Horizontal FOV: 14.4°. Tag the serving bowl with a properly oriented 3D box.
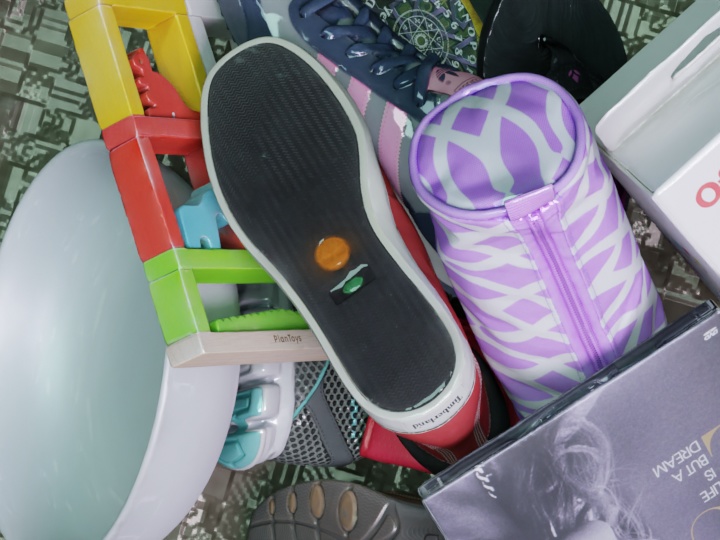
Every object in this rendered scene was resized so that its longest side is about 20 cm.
[{"bbox_3d":[-0.109,0.043,1.326,0.066,0.200,0.201,9,85,-32],"label":"serving bowl"}]

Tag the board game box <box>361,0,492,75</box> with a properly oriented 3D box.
[{"bbox_3d":[0.017,-0.133,1.358,0.135,0.028,0.201,-18,82,-22],"label":"board game box"}]

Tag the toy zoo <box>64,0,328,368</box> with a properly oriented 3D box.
[{"bbox_3d":[-0.067,-0.056,1.267,0.020,0.131,0.201,-24,78,31],"label":"toy zoo"}]

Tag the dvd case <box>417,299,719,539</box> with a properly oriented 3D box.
[{"bbox_3d":[0.132,0.129,1.233,0.148,0.016,0.200,-33,119,-2],"label":"dvd case"}]

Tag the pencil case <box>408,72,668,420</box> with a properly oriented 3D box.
[{"bbox_3d":[0.083,0.007,1.216,0.084,0.200,0.086,-22,45,7],"label":"pencil case"}]

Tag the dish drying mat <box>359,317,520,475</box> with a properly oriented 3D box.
[{"bbox_3d":[0.103,0.072,1.301,0.199,0.018,0.077,13,73,16],"label":"dish drying mat"}]

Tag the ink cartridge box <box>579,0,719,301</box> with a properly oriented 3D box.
[{"bbox_3d":[0.198,-0.043,1.263,0.128,0.125,0.200,-42,113,2],"label":"ink cartridge box"}]

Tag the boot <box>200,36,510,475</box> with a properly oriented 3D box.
[{"bbox_3d":[0.000,0.000,1.262,0.072,0.144,0.200,-30,68,4],"label":"boot"}]

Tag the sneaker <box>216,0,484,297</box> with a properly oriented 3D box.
[{"bbox_3d":[0.020,-0.083,1.281,0.200,0.082,0.070,48,51,-2],"label":"sneaker"}]

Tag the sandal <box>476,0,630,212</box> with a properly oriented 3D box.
[{"bbox_3d":[0.100,-0.042,1.328,0.075,0.048,0.201,-10,103,-22],"label":"sandal"}]

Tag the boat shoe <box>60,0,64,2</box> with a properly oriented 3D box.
[{"bbox_3d":[-0.089,-0.216,1.386,0.060,0.074,0.201,22,80,13],"label":"boat shoe"}]

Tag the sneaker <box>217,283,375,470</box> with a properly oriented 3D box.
[{"bbox_3d":[-0.024,0.005,1.363,0.091,0.078,0.201,15,69,-29],"label":"sneaker"}]

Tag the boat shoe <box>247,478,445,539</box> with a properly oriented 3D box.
[{"bbox_3d":[0.033,0.137,1.319,0.199,0.072,0.076,4,86,40],"label":"boat shoe"}]
